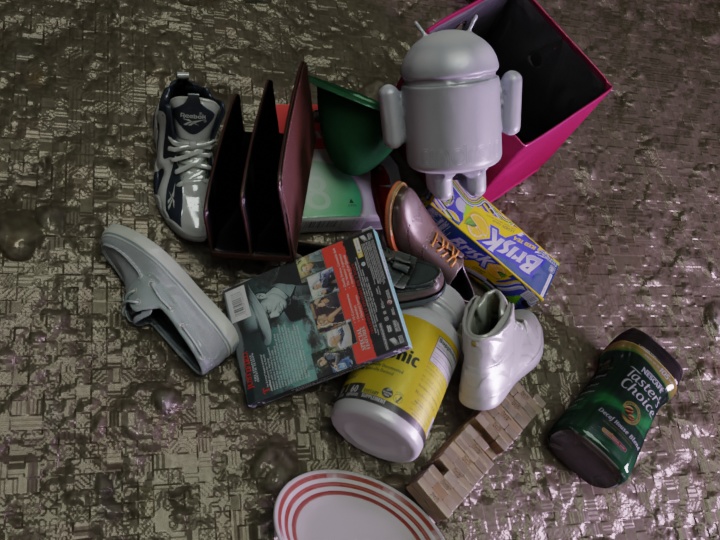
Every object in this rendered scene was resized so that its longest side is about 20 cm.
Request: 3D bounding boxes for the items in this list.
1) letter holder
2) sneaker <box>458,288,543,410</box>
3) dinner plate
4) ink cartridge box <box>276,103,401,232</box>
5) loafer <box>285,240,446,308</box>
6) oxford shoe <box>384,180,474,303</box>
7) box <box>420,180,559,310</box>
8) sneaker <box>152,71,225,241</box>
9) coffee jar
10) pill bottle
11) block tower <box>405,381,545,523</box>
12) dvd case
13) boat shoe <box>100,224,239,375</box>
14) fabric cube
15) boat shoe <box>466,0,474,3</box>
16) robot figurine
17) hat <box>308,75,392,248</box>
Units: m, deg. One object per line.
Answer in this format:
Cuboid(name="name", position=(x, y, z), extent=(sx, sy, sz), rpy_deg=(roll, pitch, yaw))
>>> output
Cuboid(name="letter holder", position=(-0.116, -0.134, 0.936), extent=(0.099, 0.143, 0.201), rpy_deg=(4, 53, 4))
Cuboid(name="sneaker", position=(0.177, 0.069, 0.982), extent=(0.073, 0.117, 0.200), rpy_deg=(10, 29, 25))
Cuboid(name="dinner plate", position=(0.002, 0.282, 0.840), extent=(0.198, 0.024, 0.201), rpy_deg=(18, 22, -8))
Cuboid(name="ink cartridge box", position=(-0.034, -0.149, 1.078), extent=(0.159, 0.050, 0.202), rpy_deg=(-4, 69, -22))
Cuboid(name="loafer", position=(0.000, 0.000, 0.949), extent=(0.198, 0.063, 0.072), rpy_deg=(2, 37, 21))
Cuboid(name="oxford shoe", position=(0.088, -0.031, 0.979), extent=(0.072, 0.201, 0.072), rpy_deg=(10, 58, 34))
Cuboid(name="box", position=(0.163, -0.036, 1.067), extent=(0.200, 0.064, 0.070), rpy_deg=(39, 58, -11))
Cuboid(name="sneaker", position=(-0.203, -0.146, 0.964), extent=(0.079, 0.130, 0.201), rpy_deg=(0, 65, -18))
Cuboid(name="coffee jar", position=(0.329, 0.170, 1.033), extent=(0.104, 0.085, 0.200), rpy_deg=(42, 58, 3))
Cuboid(name="pill bottle", position=(0.053, 0.110, 0.945), extent=(0.111, 0.111, 0.201), rpy_deg=(30, 58, -4))
Cuboid(name="block tower", position=(0.136, 0.208, 0.961), extent=(0.200, 0.054, 0.058), rpy_deg=(-38, 82, -32))
Cuboid(name="dvd case", position=(-0.054, 0.054, 0.917), extent=(0.198, 0.022, 0.147), rpy_deg=(-22, 69, 11))
Cuboid(name="boat shoe", position=(-0.226, 0.034, 0.903), extent=(0.201, 0.070, 0.072), rpy_deg=(44, 55, 1))
Cuboid(name="fabric cube", position=(0.174, -0.225, 1.104), extent=(0.196, 0.200, 0.200), rpy_deg=(-34, 80, -29))
Cuboid(name="boat shoe", position=(0.139, -0.498, 1.305), extent=(0.073, 0.076, 0.201), rpy_deg=(-20, 65, -22))
Cuboid(name="robot figurine", position=(0.105, -0.185, 0.931), extent=(0.168, 0.113, 0.202), rpy_deg=(-9, 109, -8))
Cuboid(name="hat", position=(-0.019, -0.133, 1.036), extent=(0.164, 0.200, 0.177), rpy_deg=(15, 105, -26))
